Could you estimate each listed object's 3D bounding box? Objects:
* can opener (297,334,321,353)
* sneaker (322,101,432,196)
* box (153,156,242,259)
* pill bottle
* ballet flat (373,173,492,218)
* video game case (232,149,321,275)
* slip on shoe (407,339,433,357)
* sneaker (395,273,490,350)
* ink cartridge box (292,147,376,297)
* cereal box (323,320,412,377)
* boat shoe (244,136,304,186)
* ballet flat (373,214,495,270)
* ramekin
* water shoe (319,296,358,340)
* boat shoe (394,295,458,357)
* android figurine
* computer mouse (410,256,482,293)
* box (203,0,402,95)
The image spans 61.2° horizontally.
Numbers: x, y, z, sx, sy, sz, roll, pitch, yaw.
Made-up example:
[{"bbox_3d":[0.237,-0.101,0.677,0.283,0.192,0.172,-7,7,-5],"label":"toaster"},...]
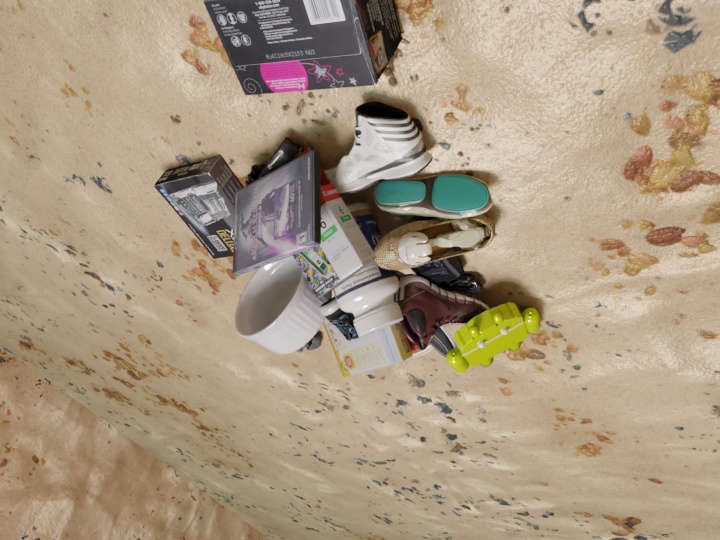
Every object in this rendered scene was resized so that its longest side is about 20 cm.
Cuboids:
[{"bbox_3d":[-0.111,0.126,1.388,0.065,0.054,0.201,-2,148,-18],"label":"can opener"},{"bbox_3d":[0.004,-0.189,0.912,0.197,0.076,0.117,-11,120,35],"label":"sneaker"},{"bbox_3d":[-0.276,-0.114,1.173,0.155,0.050,0.201,-4,135,34],"label":"box"},{"bbox_3d":[0.000,0.000,1.015,0.110,0.109,0.204,-30,77,49],"label":"pill bottle"},{"bbox_3d":[0.115,-0.113,0.945,0.196,0.069,0.062,9,170,28],"label":"ballet flat"},{"bbox_3d":[-0.133,-0.085,0.940,0.197,0.146,0.019,-17,157,40],"label":"video game case"},{"bbox_3d":[0.088,0.134,1.248,0.197,0.075,0.061,-9,130,45],"label":"slip on shoe"},{"bbox_3d":[0.140,0.094,1.075,0.196,0.118,0.076,20,152,-13],"label":"sneaker"},{"bbox_3d":[-0.072,-0.074,0.941,0.108,0.050,0.202,-34,86,33],"label":"ink cartridge box"},{"bbox_3d":[0.009,0.132,1.257,0.198,0.039,0.147,-23,86,47],"label":"cereal box"},{"bbox_3d":[-0.161,-0.156,1.033,0.060,0.075,0.198,41,139,-22],"label":"boat shoe"},{"bbox_3d":[0.116,-0.046,0.937,0.196,0.065,0.072,-18,101,-2],"label":"ballet flat"},{"bbox_3d":[-0.147,0.064,1.199,0.198,0.204,0.097,-15,137,42],"label":"ramekin"},{"bbox_3d":[-0.018,0.086,1.131,0.080,0.071,0.200,58,-175,11],"label":"water shoe"},{"bbox_3d":[0.098,0.096,1.146,0.200,0.060,0.076,44,160,13],"label":"boat shoe"},{"bbox_3d":[0.235,0.119,1.081,0.179,0.042,0.200,-29,152,6],"label":"android figurine"},{"bbox_3d":[0.120,-0.022,1.055,0.136,0.054,0.200,-5,147,32],"label":"computer mouse"},{"bbox_3d":[-0.066,-0.310,0.749,0.196,0.116,0.134,3,138,26],"label":"box"}]
